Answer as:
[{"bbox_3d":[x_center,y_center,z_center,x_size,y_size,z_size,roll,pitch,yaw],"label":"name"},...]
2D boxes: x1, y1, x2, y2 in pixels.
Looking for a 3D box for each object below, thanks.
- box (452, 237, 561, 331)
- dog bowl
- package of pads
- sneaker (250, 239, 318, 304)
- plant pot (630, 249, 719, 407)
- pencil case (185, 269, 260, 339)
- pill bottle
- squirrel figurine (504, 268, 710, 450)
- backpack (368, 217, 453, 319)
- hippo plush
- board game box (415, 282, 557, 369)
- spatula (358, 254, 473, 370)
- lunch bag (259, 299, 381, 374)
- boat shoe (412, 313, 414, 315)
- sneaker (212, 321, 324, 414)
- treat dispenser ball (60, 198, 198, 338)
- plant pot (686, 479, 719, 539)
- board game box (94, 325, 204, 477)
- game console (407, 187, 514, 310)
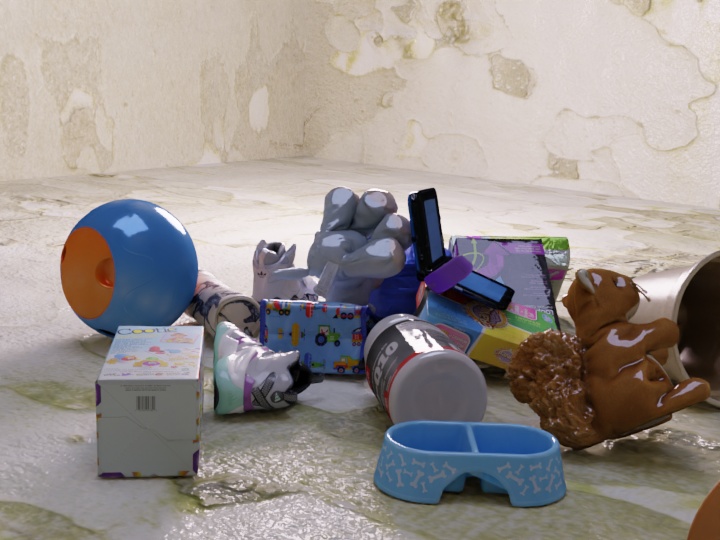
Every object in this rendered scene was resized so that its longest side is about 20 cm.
[{"bbox_3d":[0.220,0.036,1.601,0.140,0.036,0.202,1,51,-6],"label":"box"},{"bbox_3d":[0.112,0.192,1.077,0.196,0.050,0.112,3,12,0],"label":"dog bowl"},{"bbox_3d":[0.236,0.009,1.748,0.196,0.069,0.155,1,-32,-2],"label":"package of pads"},{"bbox_3d":[-0.121,0.005,1.755,0.074,0.117,0.200,7,13,21],"label":"sneaker"},{"bbox_3d":[0.442,0.073,1.421,0.197,0.204,0.183,-3,1,-21],"label":"plant pot"},{"bbox_3d":[-0.211,0.056,1.586,0.089,0.079,0.199,23,1,-30],"label":"pencil case"},{"bbox_3d":[0.068,0.122,1.242,0.112,0.116,0.200,0,12,-12],"label":"pill bottle"},{"bbox_3d":[0.262,0.095,1.197,0.197,0.189,0.142,-19,-17,-3],"label":"squirrel figurine"},{"bbox_3d":[0.051,0.002,1.677,0.160,0.171,0.199,-11,14,-26],"label":"backpack"},{"bbox_3d":[0.000,0.000,1.506,0.157,0.162,0.201,19,60,22],"label":"hippo plush"},{"bbox_3d":[0.175,0.079,1.447,0.197,0.041,0.153,18,20,-5],"label":"board game box"},{"bbox_3d":[0.068,0.056,1.370,0.021,0.200,0.057,41,1,-29],"label":"spatula"},{"bbox_3d":[-0.047,0.090,1.494,0.148,0.096,0.200,3,-1,10],"label":"lunch bag"},{"bbox_3d":[0.103,0.078,1.546,0.071,0.078,0.199,9,13,31],"label":"boat shoe"},{"bbox_3d":[-0.114,0.124,1.320,0.137,0.079,0.200,2,21,-9],"label":"sneaker"},{"bbox_3d":[-0.334,-0.002,1.535,0.197,0.204,0.201,2,12,0],"label":"treat dispenser ball"},{"bbox_3d":[0.331,0.219,0.692,0.196,0.203,0.141,1,28,-6],"label":"plant pot"},{"bbox_3d":[-0.223,0.136,1.147,0.103,0.105,0.200,1,12,-6],"label":"board game box"},{"bbox_3d":[0.145,-0.035,1.493,0.116,0.174,0.200,-7,5,12],"label":"game console"}]
